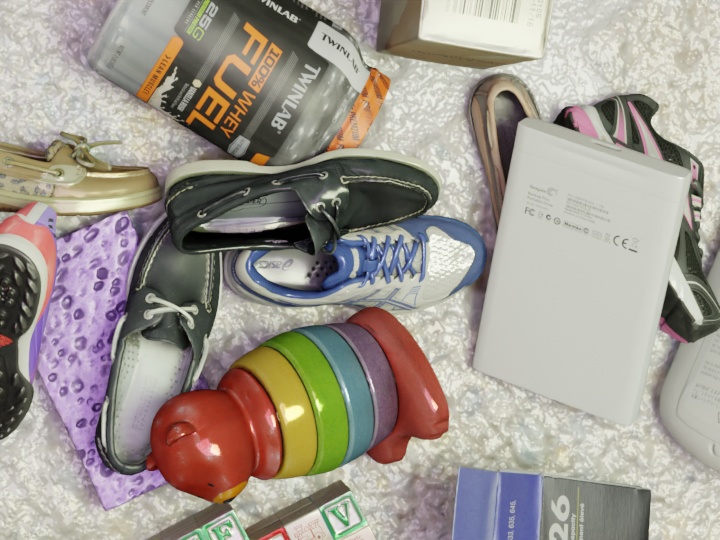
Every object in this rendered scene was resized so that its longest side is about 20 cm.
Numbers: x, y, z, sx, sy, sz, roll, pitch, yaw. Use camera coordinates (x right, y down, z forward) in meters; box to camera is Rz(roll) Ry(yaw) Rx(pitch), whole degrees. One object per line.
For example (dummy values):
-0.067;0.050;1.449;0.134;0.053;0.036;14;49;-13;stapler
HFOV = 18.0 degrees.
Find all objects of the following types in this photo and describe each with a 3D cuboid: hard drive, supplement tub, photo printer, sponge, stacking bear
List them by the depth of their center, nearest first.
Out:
-0.057;0.105;1.633;0.199;0.121;0.114;-18;80;-29;stacking bear
-0.086;-0.149;1.645;0.199;0.123;0.123;30;89;-8;supplement tub
0.160;0.001;1.667;0.131;0.027;0.201;20;117;22;hard drive
0.313;0.061;1.689;0.069;0.166;0.201;23;89;-36;photo printer
-0.182;0.066;1.690;0.111;0.030;0.201;-25;95;-6;sponge

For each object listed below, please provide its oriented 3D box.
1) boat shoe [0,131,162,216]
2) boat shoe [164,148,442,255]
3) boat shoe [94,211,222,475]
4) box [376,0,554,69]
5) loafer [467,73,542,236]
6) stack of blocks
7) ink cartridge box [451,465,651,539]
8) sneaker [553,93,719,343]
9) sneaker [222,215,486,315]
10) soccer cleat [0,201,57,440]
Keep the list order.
-0.243;-0.075;1.653;0.199;0.073;0.063;2;95;-7;boat shoe
-0.042;-0.040;1.607;0.198;0.075;0.066;1;49;1;boat shoe
-0.142;0.052;1.650;0.075;0.060;0.201;11;90;-10;boat shoe
0.073;-0.191;1.624;0.094;0.200;0.078;8;92;-7;box
0.131;-0.051;1.706;0.072;0.063;0.201;-22;95;1;loafer
-0.085;0.230;1.696;0.199;0.059;0.116;-27;97;-6;stack of blocks
0.139;0.248;1.664;0.199;0.047;0.199;12;81;-50;ink cartridge box
0.228;-0.048;1.702;0.086;0.080;0.201;-24;83;-14;sneaker
0.000;0.000;1.682;0.199;0.088;0.076;-6;92;-8;sneaker
-0.252;0.041;1.638;0.068;0.073;0.201;21;129;4;soccer cleat
